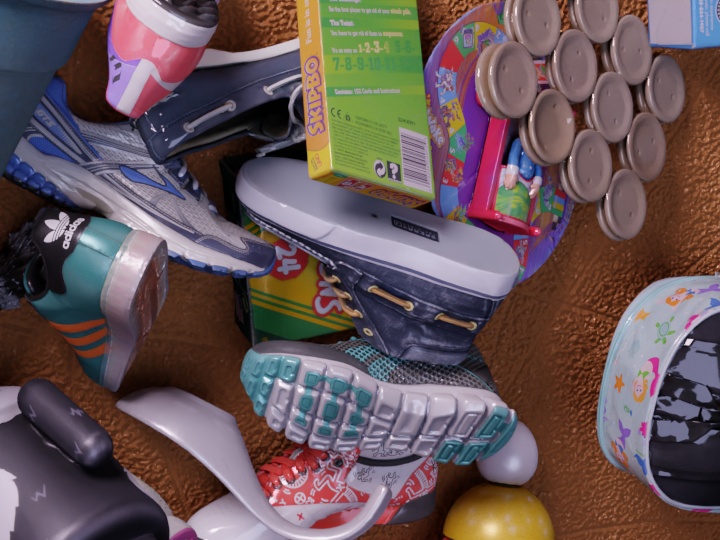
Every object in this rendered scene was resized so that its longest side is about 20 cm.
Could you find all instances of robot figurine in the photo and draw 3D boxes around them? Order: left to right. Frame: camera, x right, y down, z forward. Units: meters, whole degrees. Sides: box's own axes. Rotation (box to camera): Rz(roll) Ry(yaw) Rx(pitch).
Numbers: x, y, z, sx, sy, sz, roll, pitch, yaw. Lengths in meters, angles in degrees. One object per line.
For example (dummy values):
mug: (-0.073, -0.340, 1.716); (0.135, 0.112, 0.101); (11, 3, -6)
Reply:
robot figurine: (-0.204, 0.163, 0.996); (0.150, 0.200, 0.125); (-48, 151, -6)

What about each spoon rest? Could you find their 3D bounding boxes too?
spoon rest: (-0.079, 0.135, 1.055); (0.198, 0.099, 0.061); (23, 80, 11)

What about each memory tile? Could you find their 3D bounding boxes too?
memory tile: (0.157, -0.127, 1.078); (0.200, 0.017, 0.155); (41, 61, -38)

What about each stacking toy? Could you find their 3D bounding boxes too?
stacking toy: (0.108, 0.216, 1.196); (0.144, 0.146, 0.203); (10, 89, -24)

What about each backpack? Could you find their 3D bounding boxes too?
backpack: (0.275, 0.090, 1.181); (0.198, 0.150, 0.180); (1, 107, -29)

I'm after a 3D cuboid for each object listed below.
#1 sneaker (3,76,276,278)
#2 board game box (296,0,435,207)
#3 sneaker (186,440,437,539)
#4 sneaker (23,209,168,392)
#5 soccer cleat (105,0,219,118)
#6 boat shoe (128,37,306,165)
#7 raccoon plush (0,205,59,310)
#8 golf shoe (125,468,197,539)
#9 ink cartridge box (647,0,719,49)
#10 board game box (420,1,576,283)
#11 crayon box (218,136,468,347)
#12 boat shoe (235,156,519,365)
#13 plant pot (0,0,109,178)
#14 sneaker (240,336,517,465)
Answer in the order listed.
sneaker: (-0.136, -0.061, 0.993); (0.198, 0.077, 0.086); (27, 86, -12)
board game box: (0.001, -0.146, 0.988); (0.095, 0.030, 0.203); (13, 68, -45)
sneaker: (-0.036, 0.137, 1.128); (0.199, 0.067, 0.109); (-8, 111, -22)
sneaker: (-0.170, 0.014, 0.987); (0.079, 0.200, 0.072); (26, 64, 1)
soccer cleat: (-0.118, -0.154, 0.917); (0.068, 0.201, 0.074); (28, 111, -15)
boat shoe: (-0.058, -0.109, 0.990); (0.199, 0.075, 0.062); (-14, 74, -43)
raccoon plush: (-0.262, 0.038, 0.955); (0.200, 0.134, 0.097); (-44, 116, 4)
golf shoe: (-0.201, 0.220, 1.099); (0.200, 0.075, 0.092); (-45, 75, 17)
ink cartridge box: (0.305, -0.225, 1.111); (0.197, 0.068, 0.118); (-7, 101, -18)
board game box: (0.110, -0.082, 1.075); (0.158, 0.039, 0.202); (-41, 123, -35)
crayon box: (0.007, -0.030, 1.089); (0.197, 0.051, 0.129); (-12, 113, -17)
boat shoe: (0.000, 0.000, 1.026); (0.198, 0.071, 0.091); (21, 121, -11)
plant pot: (-0.267, -0.112, 0.882); (0.198, 0.201, 0.198); (18, 111, -26)
sneaker: (0.009, 0.075, 1.078); (0.198, 0.092, 0.078); (14, 128, -21)
